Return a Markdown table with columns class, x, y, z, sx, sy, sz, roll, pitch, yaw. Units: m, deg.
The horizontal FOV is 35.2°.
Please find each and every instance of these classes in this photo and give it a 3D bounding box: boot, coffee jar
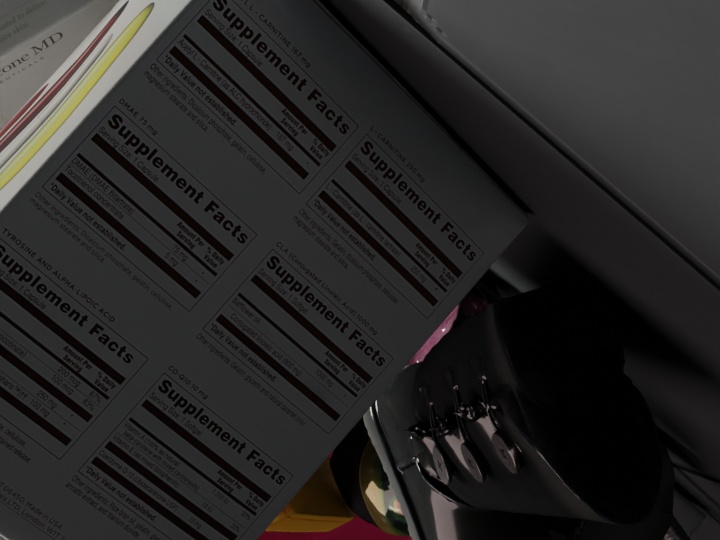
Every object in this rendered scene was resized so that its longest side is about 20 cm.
| class | x | y | z | sx | sy | sz | roll | pitch | yaw |
| --- | --- | --- | --- | --- | --- | --- | --- | --- | --- |
| boot | 0.077 | 0.099 | 0.497 | 0.165 | 0.066 | 0.200 | 57 | 156 | 4 |
| coffee jar | 0.079 | 0.126 | 0.686 | 0.199 | 0.104 | 0.086 | 10 | 131 | 44 |

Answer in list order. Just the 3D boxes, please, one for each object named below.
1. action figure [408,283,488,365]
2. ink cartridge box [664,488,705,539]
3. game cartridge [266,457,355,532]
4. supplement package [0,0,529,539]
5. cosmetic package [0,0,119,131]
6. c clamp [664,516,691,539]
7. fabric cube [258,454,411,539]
| class | x | y | z | sx | sy | sz | roll | pitch | yaw |
| --- | --- | --- | --- | --- | --- | --- | --- | --- | --- |
| action figure | -0.012 | -0.014 | 0.654 | 0.200 | 0.134 | 0.149 | 37 | -157 | 12 |
| ink cartridge box | 0.140 | 0.141 | 0.855 | 0.200 | 0.084 | 0.146 | 42 | 176 | -1 |
| game cartridge | -0.070 | 0.065 | 0.703 | 0.201 | 0.032 | 0.176 | 62 | -176 | 16 |
| supplement package | -0.080 | -0.007 | 0.457 | 0.147 | 0.200 | 0.191 | 43 | 176 | -22 |
| cosmetic package | -0.177 | -0.118 | 0.632 | 0.085 | 0.107 | 0.200 | 56 | 174 | 10 |
| c clamp | 0.179 | 0.167 | 0.740 | 0.200 | 0.027 | 0.171 | 49 | 132 | -5 |
| fabric cube | -0.069 | 0.137 | 0.947 | 0.197 | 0.199 | 0.200 | -114 | 11 | -45 |
